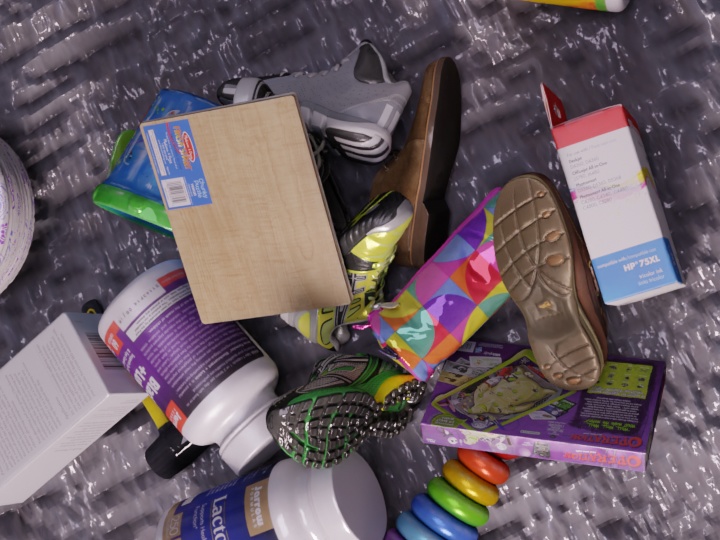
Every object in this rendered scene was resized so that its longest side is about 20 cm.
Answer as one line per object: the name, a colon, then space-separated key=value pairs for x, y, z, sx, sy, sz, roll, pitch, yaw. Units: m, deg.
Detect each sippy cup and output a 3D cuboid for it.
sippy cup: x=-0.171 y=-0.100 z=1.414 sx=0.177 sy=0.140 sz=0.131 roll=22 pitch=86 yaw=10

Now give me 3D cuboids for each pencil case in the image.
pencil case: x=0.091 y=0.012 z=1.332 sx=0.200 sy=0.088 sz=0.088 roll=-44 pitch=76 yaw=-1

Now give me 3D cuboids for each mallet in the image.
mallet: x=-0.215 y=0.107 z=1.468 sx=0.066 sy=0.041 sz=0.200 roll=-32 pitch=75 yaw=15

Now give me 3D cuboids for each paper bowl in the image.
paper bowl: x=-0.426 y=-0.055 z=1.503 sx=0.200 sy=0.104 sz=0.202 roll=-1 pitch=87 yaw=18

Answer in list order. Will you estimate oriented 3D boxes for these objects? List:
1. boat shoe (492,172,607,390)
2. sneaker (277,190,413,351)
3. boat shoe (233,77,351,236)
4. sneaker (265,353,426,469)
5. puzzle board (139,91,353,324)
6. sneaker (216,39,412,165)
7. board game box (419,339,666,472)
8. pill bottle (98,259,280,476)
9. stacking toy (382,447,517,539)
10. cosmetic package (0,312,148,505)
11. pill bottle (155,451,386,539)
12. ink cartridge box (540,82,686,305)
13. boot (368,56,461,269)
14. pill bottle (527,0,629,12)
boat shoe: x=0.170 y=0.004 z=1.281 sx=0.072 sy=0.068 sz=0.201 roll=-8 pitch=111 yaw=32
sneaker: x=0.000 y=0.000 z=1.363 sx=0.076 sy=0.075 sz=0.200 roll=42 pitch=135 yaw=0
boat shoe: x=-0.059 y=-0.103 z=1.355 sx=0.063 sy=0.200 sz=0.071 roll=0 pitch=53 yaw=22
sneaker: x=-0.026 y=0.121 z=1.327 sx=0.085 sy=0.200 sz=0.078 roll=29 pitch=108 yaw=27
puzzle board: x=-0.100 y=-0.053 z=1.312 sx=0.150 sy=0.017 sz=0.201 roll=-8 pitch=111 yaw=19
sneaker: x=-0.035 y=-0.176 z=1.411 sx=0.199 sy=0.075 sz=0.116 roll=20 pitch=71 yaw=28
board game box: x=0.165 y=0.117 z=1.309 sx=0.199 sy=0.120 sz=0.032 roll=6 pitch=126 yaw=18
pill bottle: x=-0.150 y=0.096 z=1.406 sx=0.111 sy=0.111 sz=0.200 roll=-46 pitch=76 yaw=11
stacking toy: x=0.091 y=0.207 z=1.350 sx=0.085 sy=0.085 sz=0.200 roll=32 pitch=91 yaw=16
cosmetic package: x=-0.317 y=0.140 z=1.462 sx=0.200 sy=0.071 sz=0.102 roll=-39 pitch=70 yaw=20
pill bottle: x=-0.082 y=0.242 z=1.366 sx=0.200 sy=0.116 sz=0.116 roll=-25 pitch=81 yaw=23
ink cartridge box: x=0.223 y=-0.073 z=1.291 sx=0.067 sy=0.116 sz=0.201 roll=-18 pitch=83 yaw=15
boot: x=0.048 y=-0.103 z=1.376 sx=0.075 sy=0.074 sz=0.201 roll=11 pitch=94 yaw=27
pill bottle: x=0.149 y=-0.301 z=1.325 sx=0.199 sy=0.111 sz=0.112 roll=11 pitch=92 yaw=18
